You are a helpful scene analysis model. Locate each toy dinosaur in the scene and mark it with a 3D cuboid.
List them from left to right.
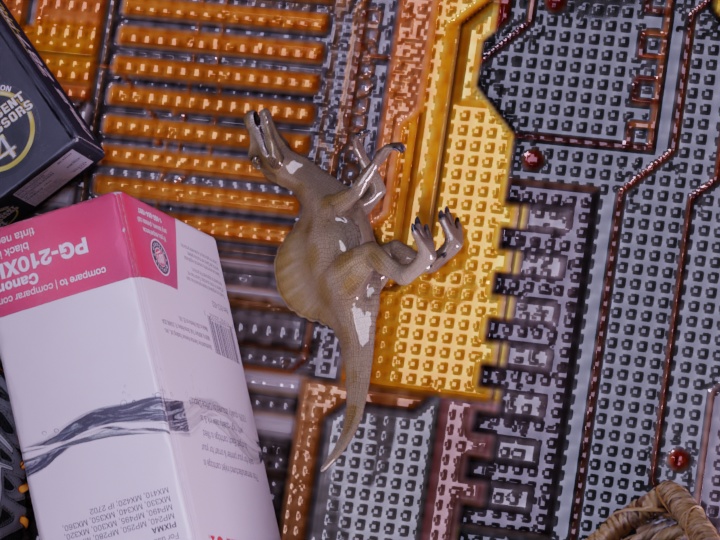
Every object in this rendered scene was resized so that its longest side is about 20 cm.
[{"bbox_3d":[0.000,0.000,1.430,0.101,0.058,0.200,-27,67,25],"label":"toy dinosaur"}]

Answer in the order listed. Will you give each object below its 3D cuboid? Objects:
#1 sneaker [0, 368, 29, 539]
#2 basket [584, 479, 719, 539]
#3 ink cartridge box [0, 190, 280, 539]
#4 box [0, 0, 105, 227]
[{"bbox_3d":[-0.203,0.097,1.451,0.077,0.078,0.200,-18,89,-27],"label":"sneaker"},{"bbox_3d":[0.106,0.206,1.312,0.200,0.143,0.149,-37,75,6],"label":"basket"},{"bbox_3d":[-0.111,0.076,1.389,0.084,0.145,0.200,-16,77,13],"label":"ink cartridge box"},{"bbox_3d":[-0.261,-0.068,1.504,0.200,0.049,0.161,-37,71,8],"label":"box"}]
